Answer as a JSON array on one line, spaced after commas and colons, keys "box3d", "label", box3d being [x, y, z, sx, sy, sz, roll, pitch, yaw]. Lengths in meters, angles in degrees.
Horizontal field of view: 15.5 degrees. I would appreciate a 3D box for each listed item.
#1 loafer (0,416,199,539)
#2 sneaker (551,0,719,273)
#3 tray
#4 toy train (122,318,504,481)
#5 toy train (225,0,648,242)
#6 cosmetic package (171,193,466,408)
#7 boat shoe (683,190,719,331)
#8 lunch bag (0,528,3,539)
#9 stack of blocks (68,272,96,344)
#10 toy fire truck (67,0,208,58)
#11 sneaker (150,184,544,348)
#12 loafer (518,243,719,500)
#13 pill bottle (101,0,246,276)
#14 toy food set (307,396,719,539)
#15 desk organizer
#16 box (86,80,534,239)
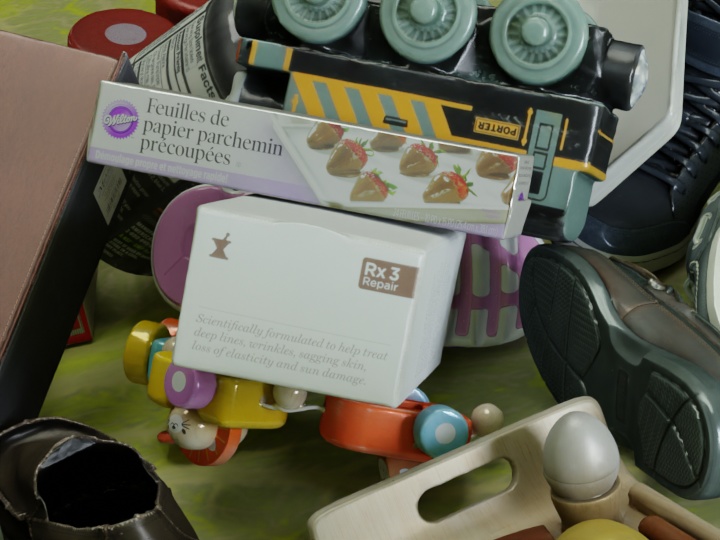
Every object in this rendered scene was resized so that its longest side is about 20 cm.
[{"box3d": [-0.113, 0.098, 1.144, 0.073, 0.071, 0.200, -21, 24, -22], "label": "loafer"}, {"box3d": [0.167, -0.092, 1.342, 0.077, 0.146, 0.202, 28, 39, 19], "label": "sneaker"}, {"box3d": [0.132, -0.107, 1.315, 0.107, 0.022, 0.200, -42, 25, 37], "label": "tray"}, {"box3d": [-0.031, 0.067, 1.210, 0.150, 0.056, 0.200, 9, 5, -20], "label": "toy train"}, {"box3d": [0.031, -0.082, 1.228, 0.200, 0.114, 0.085, 12, -2, 12], "label": "toy train"}, {"box3d": [-0.014, 0.009, 1.172, 0.101, 0.074, 0.200, 11, 6, 8], "label": "cosmetic package"}, {"box3d": [0.190, 0.000, 1.264, 0.062, 0.073, 0.200, -50, 8, 35], "label": "boat shoe"}, {"box3d": [-0.281, 0.117, 1.116, 0.168, 0.140, 0.200, -12, 15, 46], "label": "lunch bag"}, {"box3d": [-0.203, 0.017, 1.398, 0.115, 0.059, 0.200, -12, 22, 1], "label": "stack of blocks"}, {"box3d": [-0.074, -0.087, 1.538, 0.168, 0.112, 0.200, 23, 38, 26], "label": "toy fire truck"}, {"box3d": [0.000, 0.000, 1.321, 0.200, 0.081, 0.088, 5, -12, 10], "label": "sneaker"}, {"box3d": [0.133, 0.044, 1.169, 0.063, 0.072, 0.200, -3, 24, -21], "label": "loafer"}, {"box3d": [-0.065, -0.083, 1.366, 0.200, 0.106, 0.106, -31, 8, 37], "label": "pill bottle"}, {"box3d": [0.087, 0.111, 1.025, 0.143, 0.061, 0.200, -21, 24, -22], "label": "toy food set"}, {"box3d": [-0.174, -0.012, 1.272, 0.077, 0.072, 0.200, 15, 69, 14], "label": "desk organizer"}, {"box3d": [-0.022, -0.050, 1.187, 0.200, 0.039, 0.041, 11, 3, 13], "label": "box"}]
